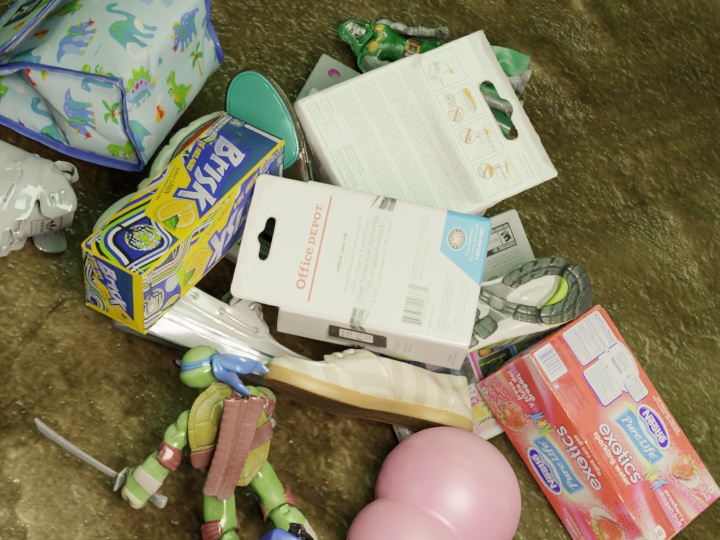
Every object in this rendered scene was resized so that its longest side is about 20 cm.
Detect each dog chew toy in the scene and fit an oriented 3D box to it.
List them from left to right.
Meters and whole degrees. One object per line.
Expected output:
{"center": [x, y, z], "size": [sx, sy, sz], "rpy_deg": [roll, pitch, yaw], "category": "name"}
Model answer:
{"center": [0.045, 0.225, 1.409], "size": [0.124, 0.125, 0.200], "rpy_deg": [36, 61, 3], "category": "dog chew toy"}

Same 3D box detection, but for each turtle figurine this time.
{"center": [-0.121, 0.160, 1.407], "size": [0.144, 0.199, 0.195], "rpy_deg": [-24, 93, -62], "category": "turtle figurine"}

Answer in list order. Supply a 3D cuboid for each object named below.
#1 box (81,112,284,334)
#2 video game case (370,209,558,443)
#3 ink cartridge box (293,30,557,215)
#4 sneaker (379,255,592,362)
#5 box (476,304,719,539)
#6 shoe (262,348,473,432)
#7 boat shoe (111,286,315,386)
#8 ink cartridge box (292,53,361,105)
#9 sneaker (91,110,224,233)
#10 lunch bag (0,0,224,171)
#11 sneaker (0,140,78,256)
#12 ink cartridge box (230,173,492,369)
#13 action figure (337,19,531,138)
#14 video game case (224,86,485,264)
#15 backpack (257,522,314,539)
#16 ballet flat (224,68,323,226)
{"center": [-0.142, -0.042, 1.414], "size": [0.064, 0.070, 0.200], "rpy_deg": [26, 49, 19], "category": "box"}
{"center": [0.093, 0.060, 1.551], "size": [0.199, 0.024, 0.183], "rpy_deg": [-21, 91, -32], "category": "video game case"}
{"center": [0.056, -0.112, 1.579], "size": [0.199, 0.050, 0.162], "rpy_deg": [-23, 80, -21], "category": "ink cartridge box"}
{"center": [0.101, 0.045, 1.503], "size": [0.198, 0.081, 0.074], "rpy_deg": [-9, 71, -11], "category": "sneaker"}
{"center": [0.208, 0.147, 1.511], "size": [0.102, 0.095, 0.201], "rpy_deg": [-31, 87, -34], "category": "box"}
{"center": [0.009, 0.096, 1.450], "size": [0.199, 0.070, 0.054], "rpy_deg": [17, 74, -27], "category": "shoe"}
{"center": [-0.109, 0.048, 1.457], "size": [0.199, 0.073, 0.067], "rpy_deg": [24, 79, -26], "category": "boat shoe"}
{"center": [0.008, -0.088, 1.637], "size": [0.195, 0.043, 0.201], "rpy_deg": [28, 52, -4], "category": "ink cartridge box"}
{"center": [-0.148, -0.058, 1.519], "size": [0.085, 0.077, 0.200], "rpy_deg": [17, 56, 33], "category": "sneaker"}
{"center": [-0.250, -0.199, 1.554], "size": [0.199, 0.128, 0.170], "rpy_deg": [13, 47, 23], "category": "lunch bag"}
{"center": [-0.303, -0.031, 1.452], "size": [0.114, 0.075, 0.201], "rpy_deg": [13, 52, -10], "category": "sneaker"}
{"center": [0.000, 0.000, 1.432], "size": [0.198, 0.067, 0.117], "rpy_deg": [12, 71, 1], "category": "ink cartridge box"}
{"center": [0.070, -0.207, 1.733], "size": [0.199, 0.055, 0.119], "rpy_deg": [19, 57, -5], "category": "action figure"}
{"center": [-0.007, -0.043, 1.579], "size": [0.199, 0.022, 0.183], "rpy_deg": [32, 71, -1], "category": "video game case"}
{"center": [-0.040, 0.321, 1.281], "size": [0.199, 0.162, 0.168], "rpy_deg": [36, 49, -15], "category": "backpack"}
{"center": [-0.066, -0.081, 1.530], "size": [0.068, 0.068, 0.201], "rpy_deg": [-22, 88, 8], "category": "ballet flat"}
